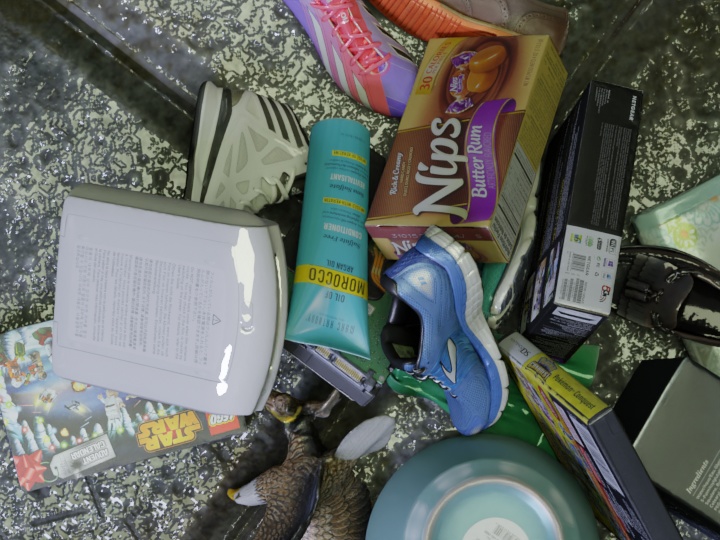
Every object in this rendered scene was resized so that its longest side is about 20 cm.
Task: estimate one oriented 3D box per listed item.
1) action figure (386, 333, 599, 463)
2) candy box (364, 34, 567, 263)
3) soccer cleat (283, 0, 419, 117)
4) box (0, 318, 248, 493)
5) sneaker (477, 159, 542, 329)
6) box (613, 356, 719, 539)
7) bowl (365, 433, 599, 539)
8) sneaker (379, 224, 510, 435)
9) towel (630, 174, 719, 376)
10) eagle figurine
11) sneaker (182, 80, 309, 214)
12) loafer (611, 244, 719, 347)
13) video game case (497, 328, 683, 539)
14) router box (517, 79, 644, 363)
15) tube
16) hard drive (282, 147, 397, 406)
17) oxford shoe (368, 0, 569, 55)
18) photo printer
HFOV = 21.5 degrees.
[{"bbox_3d":[0.094,0.090,1.639,0.199,0.055,0.118,19,87,-8],"label":"action figure"},{"bbox_3d":[0.090,-0.103,1.587,0.116,0.057,0.200,3,57,29],"label":"candy box"},{"bbox_3d":[-0.016,-0.215,1.633,0.067,0.076,0.200,-37,91,-6],"label":"soccer cleat"},{"bbox_3d":[-0.208,0.097,1.617,0.199,0.040,0.137,-15,89,-6],"label":"box"},{"bbox_3d":[0.110,-0.036,1.617,0.079,0.078,0.200,7,54,0],"label":"sneaker"},{"bbox_3d":[0.312,0.169,1.609,0.200,0.148,0.107,32,84,-4],"label":"box"},{"bbox_3d":[0.104,0.227,1.546,0.200,0.105,0.202,0,79,-1],"label":"bowl"},{"bbox_3d":[0.059,0.060,1.540,0.089,0.079,0.200,-31,127,-15],"label":"sneaker"},{"bbox_3d":[0.359,-0.011,1.673,0.200,0.048,0.172,-25,89,-6],"label":"towel"},{"bbox_3d":[-0.057,0.203,1.587,0.151,0.151,0.201,5,76,-20],"label":"eagle figurine"},{"bbox_3d":[-0.093,-0.061,1.606,0.115,0.076,0.201,9,71,-6],"label":"sneaker"},{"bbox_3d":[0.286,0.027,1.615,0.199,0.063,0.072,18,99,5],"label":"loafer"},{"bbox_3d":[0.195,0.157,1.541,0.025,0.181,0.200,-34,116,-7],"label":"video game case"},{"bbox_3d":[0.181,-0.039,1.585,0.051,0.149,0.201,13,72,-4],"label":"router box"},{"bbox_3d":[-0.022,-0.027,1.557,0.077,0.050,0.201,13,64,-20],"label":"tube"},{"bbox_3d":[0.000,0.000,1.600,0.140,0.038,0.200,36,54,-3],"label":"hard drive"},{"bbox_3d":[0.088,-0.235,1.655,0.200,0.071,0.073,24,75,-12],"label":"oxford shoe"},{"bbox_3d":[-0.149,0.025,1.517,0.199,0.069,0.167,10,101,28],"label":"photo printer"}]
